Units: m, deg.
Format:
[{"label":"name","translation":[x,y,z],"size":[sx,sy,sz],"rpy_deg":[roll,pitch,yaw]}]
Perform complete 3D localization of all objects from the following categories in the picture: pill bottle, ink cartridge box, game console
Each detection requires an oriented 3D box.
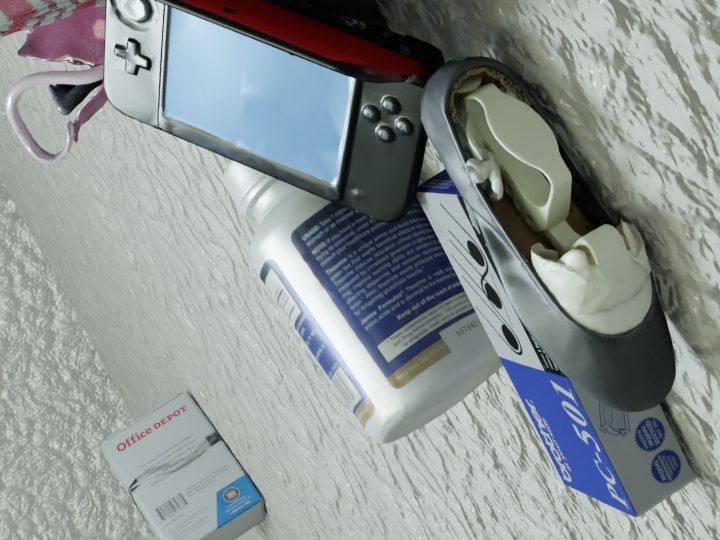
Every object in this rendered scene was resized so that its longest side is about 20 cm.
[{"label":"pill bottle","translation":[0.000,0.000,1.045],"size":[0.200,0.111,0.111],"rpy_deg":[55,164,13]},{"label":"ink cartridge box","translation":[-0.245,0.292,2.275],"size":[0.200,0.144,0.084],"rpy_deg":[52,164,24]},{"label":"game console","translation":[-0.071,-0.096,0.858],"size":[0.199,0.119,0.173],"rpy_deg":[23,134,14]},{"label":"ink cartridge box","translation":[0.106,0.033,0.907],"size":[0.201,0.044,0.094],"rpy_deg":[62,166,-13]}]

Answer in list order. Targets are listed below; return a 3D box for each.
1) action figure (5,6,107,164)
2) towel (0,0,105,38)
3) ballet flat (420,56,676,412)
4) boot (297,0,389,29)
[{"label":"action figure","translation":[-0.147,-0.166,1.120],"size":[0.199,0.149,0.134],"rpy_deg":[1,138,34]},{"label":"towel","translation":[-0.187,-0.233,1.033],"size":[0.147,0.200,0.030],"rpy_deg":[55,148,14]},{"label":"ballet flat","translation":[0.094,-0.022,0.801],"size":[0.200,0.073,0.073],"rpy_deg":[59,165,8]},{"label":"boot","translation":[-0.044,-0.164,0.970],"size":[0.138,0.077,0.201],"rpy_deg":[49,149,43]}]
